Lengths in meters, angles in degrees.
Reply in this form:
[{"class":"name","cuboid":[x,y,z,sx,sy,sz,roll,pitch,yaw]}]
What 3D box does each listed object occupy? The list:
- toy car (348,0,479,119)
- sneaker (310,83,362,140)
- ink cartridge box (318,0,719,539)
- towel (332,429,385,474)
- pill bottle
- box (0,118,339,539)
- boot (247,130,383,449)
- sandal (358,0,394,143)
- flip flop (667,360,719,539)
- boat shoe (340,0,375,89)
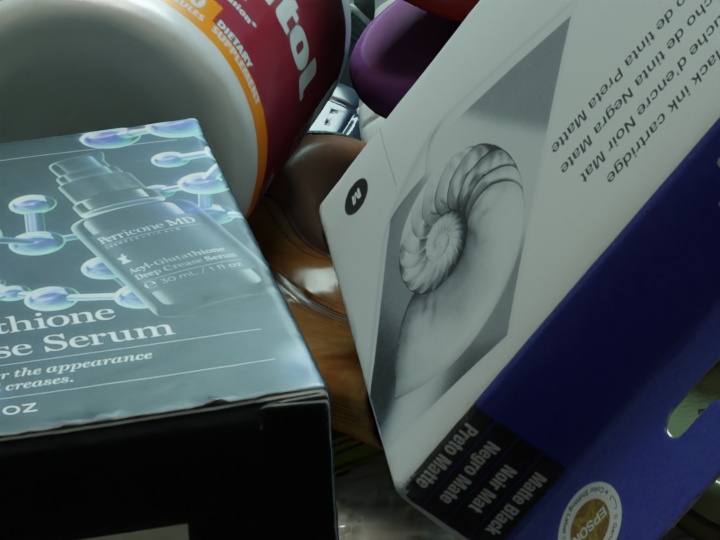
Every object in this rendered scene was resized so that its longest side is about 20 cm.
[{"class":"toy car","cuboid":[0.067,-0.098,1.019,0.149,0.201,0.175,-11,31,0]},{"class":"sneaker","cuboid":[-0.054,-0.041,1.185,0.200,0.082,0.074,24,44,15]},{"class":"ink cartridge box","cuboid":[0.072,-0.023,0.818,0.041,0.200,0.200,24,27,-29]},{"class":"towel","cuboid":[-0.055,0.060,0.955,0.200,0.018,0.086,-18,23,-39]},{"class":"pill bottle","cuboid":[-0.068,-0.077,1.013,0.113,0.113,0.200,0,24,14]},{"class":"box","cuboid":[-0.097,0.047,0.812,0.148,0.107,0.200,-8,25,-11]},{"class":"boot","cuboid":[0.000,0.000,1.006,0.200,0.069,0.188,7,18,44]},{"class":"sandal","cuboid":[0.043,-0.097,1.176,0.082,0.050,0.203,-10,58,14]},{"class":"flip flop","cuboid":[0.095,0.016,0.891,0.081,0.058,0.200,-2,34,-26]},{"class":"boat shoe","cuboid":[-0.025,-0.107,1.212,0.073,0.200,0.062,8,65,39]}]
